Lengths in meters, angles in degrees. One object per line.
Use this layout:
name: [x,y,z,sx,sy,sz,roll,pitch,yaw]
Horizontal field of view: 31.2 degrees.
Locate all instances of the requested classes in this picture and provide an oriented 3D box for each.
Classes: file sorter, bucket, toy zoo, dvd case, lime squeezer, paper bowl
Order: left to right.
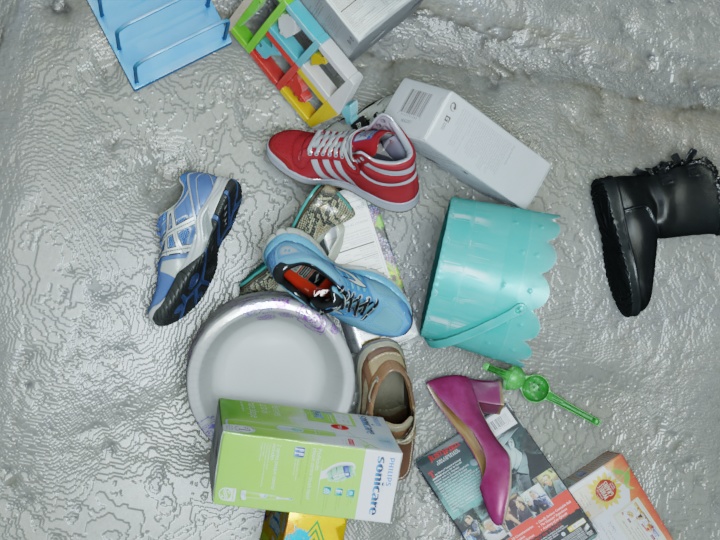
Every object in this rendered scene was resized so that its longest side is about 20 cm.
file sorter: [-0.259,-0.346,1.558,0.138,0.123,0.201,-28,92,-9]
paper bowl: [-0.110,0.123,1.555,0.200,0.104,0.202,-1,100,-7]
toy zoo: [-0.074,-0.258,1.580,0.200,0.131,0.020,50,58,-4]
bucket: [0.154,0.011,1.569,0.134,0.207,0.208,13,85,2]
dvd case: [0.180,0.284,1.607,0.146,0.022,0.200,-31,69,-9]
lime squeezer: [0.211,0.149,1.626,0.200,0.071,0.038,28,108,-29]

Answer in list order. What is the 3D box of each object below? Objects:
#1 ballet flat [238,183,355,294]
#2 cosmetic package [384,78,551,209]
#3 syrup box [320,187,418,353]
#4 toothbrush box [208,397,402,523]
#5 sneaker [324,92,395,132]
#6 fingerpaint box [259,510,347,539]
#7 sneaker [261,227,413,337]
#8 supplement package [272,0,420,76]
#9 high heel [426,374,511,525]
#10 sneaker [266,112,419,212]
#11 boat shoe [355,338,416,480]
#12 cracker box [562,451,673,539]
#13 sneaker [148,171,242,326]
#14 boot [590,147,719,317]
ballet flat: [-0.072,-0.017,1.551,0.075,0.068,0.200,41,123,0]
cosmetic package: [0.129,-0.153,1.575,0.200,0.102,0.074,31,88,-37]
syrup box: [0.000,0.000,1.603,0.081,0.079,0.201,-19,90,-10]
toothbrush box: [-0.066,0.211,1.449,0.199,0.146,0.086,9,98,-8]
sneaker: [0.016,-0.175,1.612,0.200,0.089,0.074,-36,94,-8]
fingerpaint box: [-0.076,0.348,1.511,0.073,0.200,0.168,12,85,-9]
sneaker: [-0.028,0.032,1.495,0.199,0.090,0.079,27,112,-17]
supplement package: [-0.027,-0.374,1.561,0.147,0.191,0.200,-40,94,-10]
high heel: [0.133,0.218,1.586,0.095,0.067,0.201,2,60,-5]
sneaker: [-0.021,-0.145,1.528,0.199,0.113,0.071,20,61,12]
boat shoe: [0.033,0.182,1.568,0.075,0.072,0.201,-15,121,-10]
cracker box: [0.278,0.340,1.641,0.200,0.058,0.134,-31,91,-10]
sneaker: [-0.216,-0.028,1.583,0.077,0.076,0.201,22,83,15]
boot: [0.396,-0.050,1.676,0.162,0.073,0.199,-11,88,-13]
